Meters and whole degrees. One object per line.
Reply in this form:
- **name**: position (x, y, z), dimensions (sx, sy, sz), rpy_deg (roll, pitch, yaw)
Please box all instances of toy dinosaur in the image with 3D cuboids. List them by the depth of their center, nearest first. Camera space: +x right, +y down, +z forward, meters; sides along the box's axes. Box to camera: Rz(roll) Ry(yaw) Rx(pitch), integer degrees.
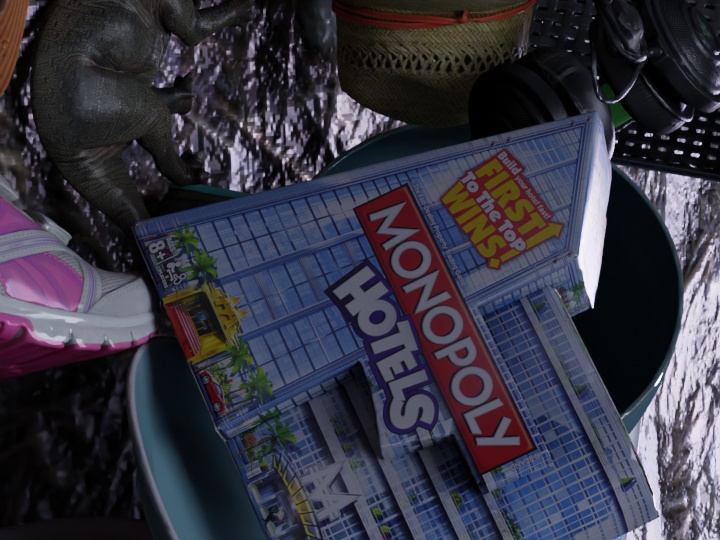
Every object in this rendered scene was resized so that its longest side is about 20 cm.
- **toy dinosaur**: position (-0.109, -0.091, 0.977), dimensions (0.102, 0.077, 0.201), rpy_deg (9, 101, -37)

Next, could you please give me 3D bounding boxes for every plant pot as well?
- **plant pot**: position (0.054, 0.043, 1.113), dimensions (0.135, 0.199, 0.201), rpy_deg (90, 25, -56)

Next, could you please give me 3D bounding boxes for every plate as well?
- **plate**: position (-0.044, 0.119, 0.938), dimensions (0.200, 0.026, 0.200), rpy_deg (53, 15, -20)

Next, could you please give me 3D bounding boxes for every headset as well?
- **headset**: position (0.102, -0.094, 1.002), dimensions (0.094, 0.123, 0.200), rpy_deg (60, -3, 4)

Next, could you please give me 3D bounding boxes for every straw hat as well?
- **straw hat**: position (0.035, -0.115, 1.063), dimensions (0.201, 0.200, 0.085), rpy_deg (-23, 123, -50)

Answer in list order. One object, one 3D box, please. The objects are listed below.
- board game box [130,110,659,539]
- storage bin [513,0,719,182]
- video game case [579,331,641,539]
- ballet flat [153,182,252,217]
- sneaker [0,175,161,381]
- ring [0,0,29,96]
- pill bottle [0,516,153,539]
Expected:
- **board game box**: position (0.035, 0.029, 0.922), dimensions (0.201, 0.199, 0.062), rpy_deg (64, 0, 26)
- **storage bin**: position (0.148, -0.121, 1.172), dimensions (0.135, 0.199, 0.094), rpy_deg (59, 44, -67)
- **video game case**: position (0.095, 0.133, 1.187), dimensions (0.018, 0.143, 0.201), rpy_deg (11, 83, -29)
- **ballet flat**: position (0.000, 0.000, 1.017), dimensions (0.073, 0.199, 0.073), rpy_deg (4, 90, -79)
- **sneaker**: position (-0.155, -0.006, 0.893), dimensions (0.200, 0.081, 0.089), rpy_deg (11, 69, -55)
- **ring**: position (-0.147, -0.166, 0.866), dimensions (0.200, 0.019, 0.201), rpy_deg (3, 90, -89)
- **pill bottle**: position (-0.118, 0.213, 0.930), dimensions (0.116, 0.115, 0.201), rpy_deg (-14, 102, -51)
